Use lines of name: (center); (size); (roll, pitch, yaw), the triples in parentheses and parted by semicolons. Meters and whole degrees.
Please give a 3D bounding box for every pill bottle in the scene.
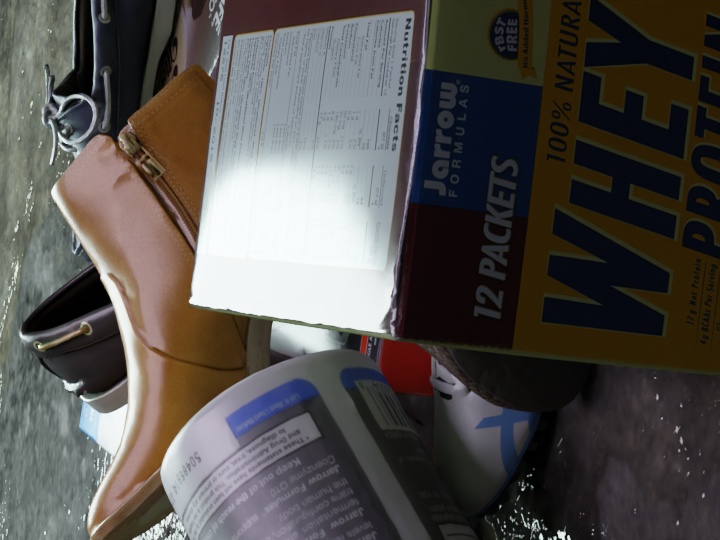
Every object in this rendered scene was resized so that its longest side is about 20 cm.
pill bottle: (0.003, 0.145, 1.108); (0.201, 0.113, 0.114); (60, 142, 24)

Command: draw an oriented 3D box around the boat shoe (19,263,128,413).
boat shoe: (-0.087, -0.004, 1.253); (0.201, 0.060, 0.072); (-39, 27, 27)

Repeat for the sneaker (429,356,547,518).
sneaker: (0.051, 0.011, 1.143); (0.072, 0.072, 0.201); (-163, 79, -65)

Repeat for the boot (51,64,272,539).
boot: (-0.098, 0.016, 1.193); (0.201, 0.144, 0.071); (-49, -13, 6)

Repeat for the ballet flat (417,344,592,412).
ballet flat: (0.018, -0.005, 1.077); (0.046, 0.200, 0.068); (1, 60, 62)

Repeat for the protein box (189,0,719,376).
protein box: (0.066, -0.037, 0.957); (0.200, 0.197, 0.136); (-174, 91, -67)

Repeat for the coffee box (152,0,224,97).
coffee box: (-0.060, -0.135, 1.424); (0.200, 0.079, 0.113); (117, 150, -41)

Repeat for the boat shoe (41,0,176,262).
boat shoe: (-0.149, -0.100, 1.443); (0.075, 0.061, 0.201); (-131, 49, -60)

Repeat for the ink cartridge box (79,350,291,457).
ink cartridge box: (-0.063, 0.080, 1.330); (0.200, 0.115, 0.068); (-153, 73, -66)

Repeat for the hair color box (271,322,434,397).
hair color box: (0.000, 0.000, 1.275); (0.200, 0.061, 0.102); (-166, 83, -67)
